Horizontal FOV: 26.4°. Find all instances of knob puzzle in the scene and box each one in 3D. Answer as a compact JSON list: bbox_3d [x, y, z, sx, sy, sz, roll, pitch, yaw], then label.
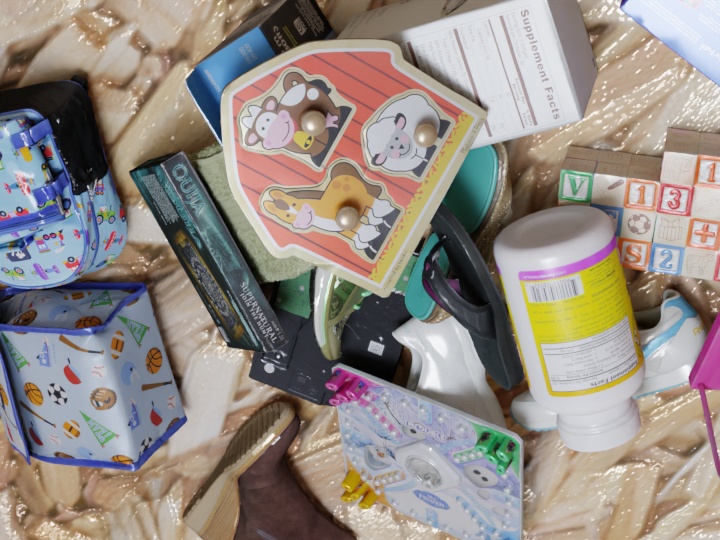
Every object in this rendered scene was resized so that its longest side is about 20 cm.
[{"bbox_3d":[-0.022,-0.095,1.229,0.219,0.030,0.220,-2,104,-7],"label":"knob puzzle"}]

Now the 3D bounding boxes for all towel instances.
[{"bbox_3d":[-0.107,-0.052,1.399,0.149,0.036,0.200,59,157,-9],"label":"towel"}]

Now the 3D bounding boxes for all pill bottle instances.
[{"bbox_3d":[0.186,0.052,1.324,0.104,0.104,0.200,-9,112,20],"label":"pill bottle"}]

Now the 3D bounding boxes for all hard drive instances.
[{"bbox_3d":[-0.019,0.041,1.484,0.140,0.038,0.200,20,120,6],"label":"hard drive"}]

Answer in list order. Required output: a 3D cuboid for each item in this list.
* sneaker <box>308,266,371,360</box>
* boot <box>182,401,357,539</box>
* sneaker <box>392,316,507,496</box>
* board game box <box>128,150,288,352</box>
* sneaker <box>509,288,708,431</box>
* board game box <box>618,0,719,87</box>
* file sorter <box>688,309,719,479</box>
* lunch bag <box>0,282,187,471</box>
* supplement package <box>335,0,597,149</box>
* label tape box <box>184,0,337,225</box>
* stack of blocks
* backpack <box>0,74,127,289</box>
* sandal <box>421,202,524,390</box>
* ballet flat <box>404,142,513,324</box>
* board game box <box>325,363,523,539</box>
[{"bbox_3d":[0.000,0.000,1.404,0.088,0.077,0.200,4,123,-5],"label":"sneaker"},{"bbox_3d":[-0.071,0.237,1.592,0.166,0.072,0.200,31,119,-14],"label":"boot"},{"bbox_3d":[0.085,0.131,1.464,0.088,0.075,0.200,-21,102,-11],"label":"sneaker"},{"bbox_3d":[-0.143,-0.015,1.437,0.028,0.135,0.200,-32,102,-18],"label":"board game box"},{"bbox_3d":[0.225,0.085,1.421,0.200,0.077,0.081,-26,99,18],"label":"sneaker"},{"bbox_3d":[0.332,-0.210,1.255,0.200,0.045,0.135,37,119,-4],"label":"board game box"},{"bbox_3d":[0.400,0.104,1.289,0.200,0.126,0.139,2,141,-6],"label":"file sorter"},{"bbox_3d":[-0.302,0.106,1.553,0.200,0.124,0.170,3,117,30],"label":"lunch bag"},{"bbox_3d":[0.087,-0.174,1.302,0.200,0.117,0.117,-13,111,21],"label":"supplement package"},{"bbox_3d":[-0.061,-0.146,1.310,0.066,0.200,0.143,-26,106,23],"label":"label tape box"},{"bbox_3d":[0.274,-0.060,1.338,0.200,0.059,0.115,8,117,12],"label":"stack of blocks"},{"bbox_3d":[-0.325,-0.066,1.466,0.182,0.135,0.200,-6,116,20],"label":"backpack"},{"bbox_3d":[0.091,0.030,1.323,0.048,0.075,0.201,-31,122,-13],"label":"sandal"},{"bbox_3d":[0.098,-0.039,1.374,0.071,0.065,0.200,50,132,33],"label":"ballet flat"},{"bbox_3d":[0.062,0.194,1.478,0.200,0.026,0.200,21,141,24],"label":"board game box"}]
